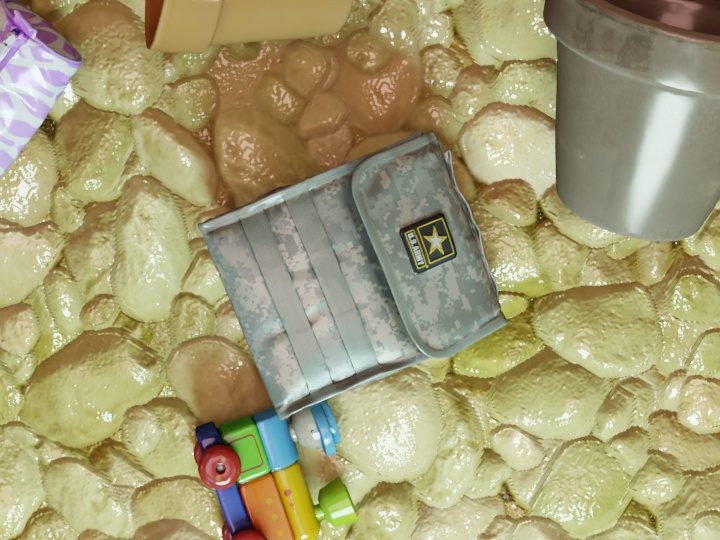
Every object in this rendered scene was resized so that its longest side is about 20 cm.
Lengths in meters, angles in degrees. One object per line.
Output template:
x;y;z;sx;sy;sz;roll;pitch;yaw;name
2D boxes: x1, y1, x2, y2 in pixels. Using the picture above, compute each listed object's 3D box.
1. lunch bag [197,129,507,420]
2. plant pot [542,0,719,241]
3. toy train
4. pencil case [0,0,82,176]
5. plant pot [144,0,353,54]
0.000;0.000;1.289;0.199;0.118;0.165;-22;93;0;lunch bag
0.217;-0.121;1.230;0.199;0.200;0.176;14;115;2;plant pot
-0.052;0.205;1.343;0.115;0.085;0.201;-19;96;-7;toy train
-0.300;-0.117;1.310;0.084;0.086;0.200;38;100;1;pencil case
-0.075;-0.252;1.232;0.139;0.200;0.202;6;99;-13;plant pot
